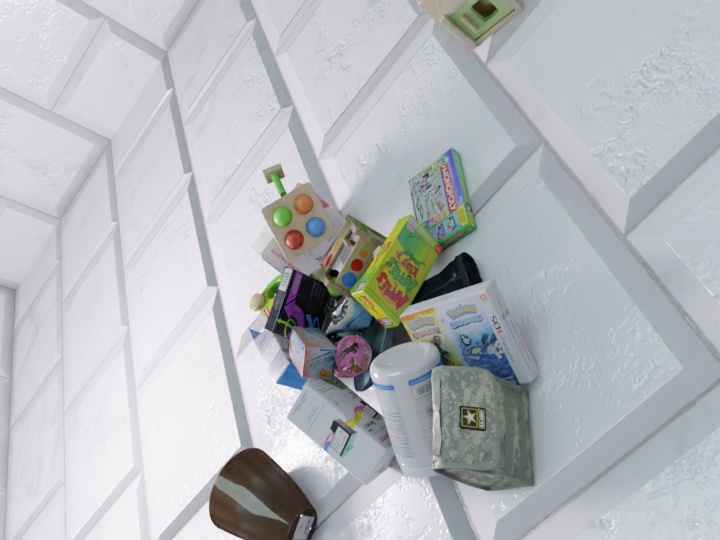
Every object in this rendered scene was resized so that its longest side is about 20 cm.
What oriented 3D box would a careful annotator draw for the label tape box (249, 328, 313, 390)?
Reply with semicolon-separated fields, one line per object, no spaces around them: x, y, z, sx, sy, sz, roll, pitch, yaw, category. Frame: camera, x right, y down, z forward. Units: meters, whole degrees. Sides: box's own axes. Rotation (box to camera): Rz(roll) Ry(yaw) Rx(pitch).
-0.159;0.190;1.694;0.067;0.141;0.201;-54;40;16;label tape box

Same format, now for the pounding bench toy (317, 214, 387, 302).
0.000;0.000;1.567;0.158;0.122;0.200;-59;18;10;pounding bench toy

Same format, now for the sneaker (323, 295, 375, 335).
-0.023;0.109;1.560;0.200;0.088;0.080;159;129;-74;sneaker

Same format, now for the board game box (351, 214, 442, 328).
0.075;0.001;1.445;0.047;0.101;0.202;-18;34;55;board game box

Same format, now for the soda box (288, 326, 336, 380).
-0.101;0.167;1.511;0.200;0.066;0.066;-149;65;-74;soda box

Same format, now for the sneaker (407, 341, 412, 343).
0.088;0.180;1.447;0.201;0.077;0.078;-52;28;37;sneaker

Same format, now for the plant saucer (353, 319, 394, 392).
0.031;0.156;1.524;0.200;0.027;0.205;-162;89;-80;plant saucer

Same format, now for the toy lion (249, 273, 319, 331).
-0.179;0.077;1.847;0.193;0.068;0.201;-50;41;10;toy lion

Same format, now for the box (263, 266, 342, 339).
-0.116;0.092;1.649;0.036;0.198;0.147;13;82;41;box

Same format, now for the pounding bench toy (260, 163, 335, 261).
-0.158;-0.142;1.631;0.122;0.203;0.156;-29;7;-5;pounding bench toy

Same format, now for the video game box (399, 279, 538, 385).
0.189;0.127;1.298;0.197;0.047;0.185;-21;101;40;video game box

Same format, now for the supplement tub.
0.101;0.242;1.299;0.130;0.131;0.205;0;111;49;supplement tub

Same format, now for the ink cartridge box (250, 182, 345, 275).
-0.149;-0.086;1.787;0.202;0.145;0.084;-54;32;-4;ink cartridge box

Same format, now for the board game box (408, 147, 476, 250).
0.170;-0.142;1.562;0.134;0.029;0.204;-35;48;35;board game box

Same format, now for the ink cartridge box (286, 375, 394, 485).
-0.024;0.301;1.415;0.198;0.144;0.085;36;101;16;ink cartridge box

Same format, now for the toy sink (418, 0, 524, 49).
0.239;-0.580;1.616;0.198;0.129;0.115;-29;52;37;toy sink

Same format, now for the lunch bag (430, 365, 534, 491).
0.190;0.258;1.204;0.116;0.198;0.168;-22;55;41;lunch bag

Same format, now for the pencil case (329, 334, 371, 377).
-0.035;0.180;1.543;0.200;0.081;0.089;158;102;-76;pencil case

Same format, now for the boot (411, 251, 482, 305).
0.168;0.086;1.415;0.167;0.075;0.204;-39;47;33;boot

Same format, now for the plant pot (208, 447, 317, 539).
-0.191;0.508;1.572;0.197;0.186;0.191;17;84;36;plant pot
